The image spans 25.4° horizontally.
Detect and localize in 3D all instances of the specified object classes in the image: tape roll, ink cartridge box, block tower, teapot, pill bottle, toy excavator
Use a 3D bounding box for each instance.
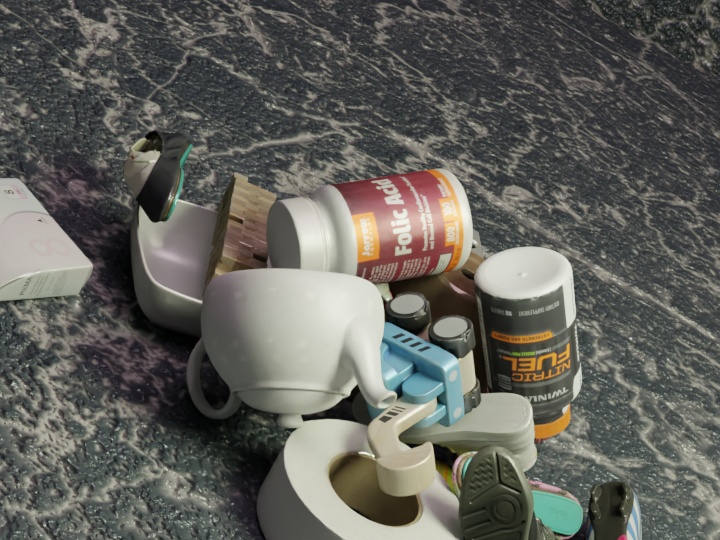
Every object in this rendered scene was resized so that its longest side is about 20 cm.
[{"bbox_3d":[0.000,0.238,1.574,0.202,0.071,0.203,22,28,-13],"label":"tape roll"},{"bbox_3d":[-0.405,-0.032,1.679,0.199,0.057,0.163,0,39,-51],"label":"ink cartridge box"},{"bbox_3d":[-0.132,-0.033,1.771,0.058,0.054,0.200,23,29,-14],"label":"block tower"},{"bbox_3d":[-0.072,0.083,1.589,0.196,0.147,0.200,4,-9,-7],"label":"teapot"},{"bbox_3d":[0.186,0.084,1.737,0.106,0.201,0.106,-8,30,5],"label":"pill bottle"},{"bbox_3d":[0.008,-0.041,1.700,0.199,0.115,0.114,-10,43,-24],"label":"pill bottle"},{"bbox_3d":[0.046,0.134,1.622,0.200,0.100,0.194,-33,41,-31],"label":"toy excavator"}]

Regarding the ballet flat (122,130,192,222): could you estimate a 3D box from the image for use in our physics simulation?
[{"bbox_3d":[-0.233,-0.111,1.793,0.073,0.073,0.200,23,21,-10],"label":"ballet flat"}]

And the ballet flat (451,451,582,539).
[{"bbox_3d":[0.150,0.239,1.684,0.199,0.070,0.071,24,-16,-38],"label":"ballet flat"}]

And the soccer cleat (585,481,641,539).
[{"bbox_3d":[0.269,0.317,1.701,0.070,0.087,0.200,-7,38,25],"label":"soccer cleat"}]

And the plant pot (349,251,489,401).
[{"bbox_3d":[0.088,0.072,1.831,0.199,0.175,0.201,23,28,-13],"label":"plant pot"}]

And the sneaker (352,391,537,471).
[{"bbox_3d":[0.094,0.182,1.741,0.199,0.116,0.074,5,54,18],"label":"sneaker"}]

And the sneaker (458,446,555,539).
[{"bbox_3d":[0.147,0.256,1.594,0.076,0.200,0.114,-15,17,10],"label":"sneaker"}]

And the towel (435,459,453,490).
[{"bbox_3d":[0.118,0.244,1.736,0.199,0.018,0.086,23,28,-11],"label":"towel"}]

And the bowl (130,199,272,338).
[{"bbox_3d":[-0.170,0.012,1.795,0.199,0.075,0.200,17,29,-22],"label":"bowl"}]

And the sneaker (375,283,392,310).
[{"bbox_3d":[0.000,0.000,1.791,0.093,0.070,0.200,37,52,-10],"label":"sneaker"}]

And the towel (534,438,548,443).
[{"bbox_3d":[0.166,0.096,1.906,0.023,0.144,0.200,-25,53,-24],"label":"towel"}]

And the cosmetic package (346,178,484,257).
[{"bbox_3d":[0.057,-0.030,2.074,0.199,0.090,0.107,25,27,-13],"label":"cosmetic package"}]

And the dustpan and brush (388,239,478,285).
[{"bbox_3d":[0.040,-0.018,1.886,0.199,0.140,0.057,4,54,24],"label":"dustpan and brush"}]
